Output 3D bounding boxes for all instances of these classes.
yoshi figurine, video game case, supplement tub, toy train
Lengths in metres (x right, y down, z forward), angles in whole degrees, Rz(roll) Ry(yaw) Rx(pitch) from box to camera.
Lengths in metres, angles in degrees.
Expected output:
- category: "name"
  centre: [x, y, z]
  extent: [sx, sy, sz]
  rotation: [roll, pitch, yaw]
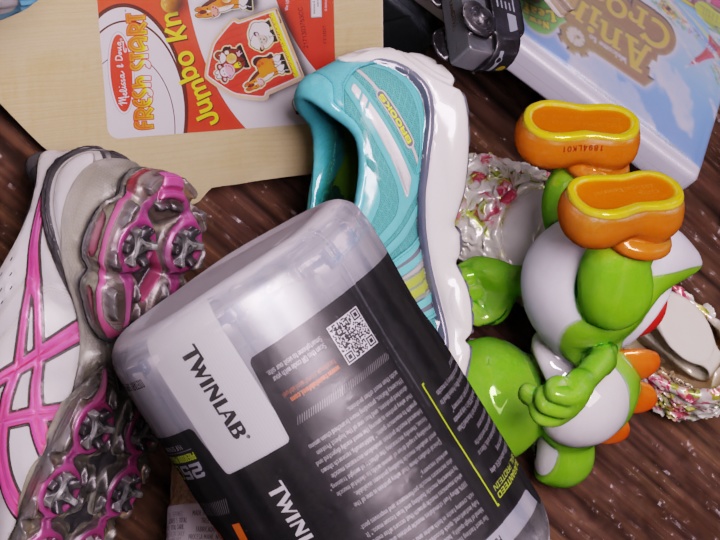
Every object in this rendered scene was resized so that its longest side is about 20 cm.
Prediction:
- category: "yoshi figurine"
  centre: [0.081, 0.026, 0.876]
  extent: [0.111, 0.201, 0.112]
  rotation: [25, 45, 22]
- category: "video game case"
  centre: [0.108, -0.160, 0.943]
  extent: [0.199, 0.022, 0.183]
  rotation: [35, 51, -14]
- category: "supplement tub"
  centre: [-0.003, 0.083, 0.780]
  extent: [0.122, 0.122, 0.201]
  rotation: [-34, 97, -20]
- category: "toy train"
  centre: [0.049, -0.180, 0.878]
  extent: [0.046, 0.034, 0.202]
  rotation: [12, 60, -32]

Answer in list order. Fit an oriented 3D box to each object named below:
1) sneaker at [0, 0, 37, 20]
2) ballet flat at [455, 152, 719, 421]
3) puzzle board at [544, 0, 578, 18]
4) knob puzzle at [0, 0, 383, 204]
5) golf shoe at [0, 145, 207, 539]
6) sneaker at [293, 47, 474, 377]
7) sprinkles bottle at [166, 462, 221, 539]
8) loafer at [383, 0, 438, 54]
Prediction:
- category: "sneaker"
  centre: [-0.189, -0.181, 0.788]
  extent: [0.077, 0.081, 0.200]
  rotation: [-45, 61, 7]
- category: "ballet flat"
  centre: [0.121, 0.003, 0.944]
  extent: [0.199, 0.064, 0.076]
  rotation: [35, 74, -13]
- category: "puzzle board"
  centre: [0.071, -0.226, 0.894]
  extent: [0.151, 0.017, 0.201]
  rotation: [47, 38, -20]
- category: "knob puzzle"
  centre: [-0.089, -0.125, 0.860]
  extent: [0.218, 0.031, 0.221]
  rotation: [-4, 119, -7]
- category: "golf shoe"
  centre: [-0.134, 0.044, 0.847]
  extent: [0.072, 0.092, 0.202]
  rotation: [11, 96, -57]
- category: "sneaker"
  centre: [0.000, 0.000, 0.863]
  extent: [0.079, 0.077, 0.202]
  rotation: [-11, 104, -35]
- category: "sprinkles bottle"
  centre: [-0.056, 0.134, 0.850]
  extent: [0.068, 0.068, 0.202]
  rotation: [6, 76, -20]
- category: "loafer"
  centre: [-0.042, -0.179, 0.906]
  extent: [0.200, 0.073, 0.073]
  rotation: [37, 54, -19]
